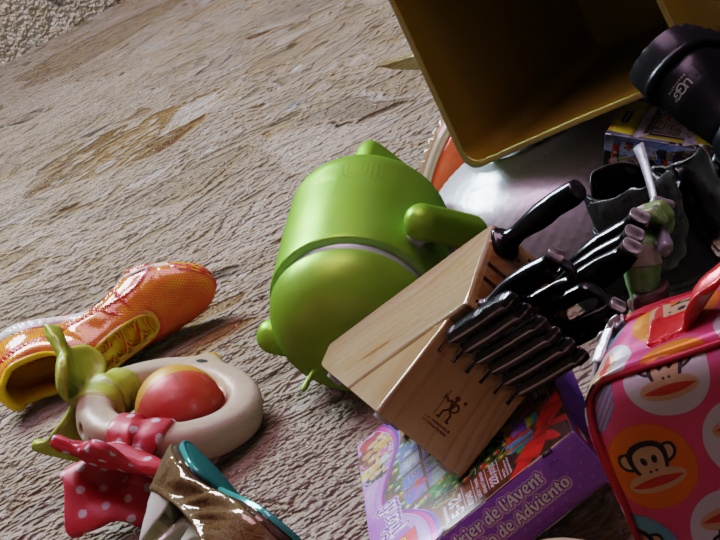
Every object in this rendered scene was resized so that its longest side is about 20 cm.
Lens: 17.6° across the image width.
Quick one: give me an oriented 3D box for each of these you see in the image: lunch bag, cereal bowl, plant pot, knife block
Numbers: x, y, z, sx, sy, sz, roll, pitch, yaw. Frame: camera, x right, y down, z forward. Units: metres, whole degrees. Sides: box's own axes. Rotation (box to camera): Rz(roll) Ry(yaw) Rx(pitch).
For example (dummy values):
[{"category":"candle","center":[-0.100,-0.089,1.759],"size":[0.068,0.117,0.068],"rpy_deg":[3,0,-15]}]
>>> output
[{"category":"lunch bag","center":[0.207,0.064,1.071],"size":[0.200,0.176,0.082],"rpy_deg":[-17,20,23]},{"category":"cereal bowl","center":[0.136,-0.065,1.690],"size":[0.200,0.083,0.200],"rpy_deg":[-23,17,7]},{"category":"plant pot","center":[0.152,-0.216,1.636],"size":[0.200,0.200,0.176],"rpy_deg":[-22,5,39]},{"category":"knife block","center":[0.073,0.020,1.292],"size":[0.176,0.064,0.200],"rpy_deg":[-51,16,-2]}]

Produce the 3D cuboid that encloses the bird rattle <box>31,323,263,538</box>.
[{"category":"bird rattle","center":[-0.146,0.098,1.604],"size":[0.163,0.113,0.200],"rpy_deg":[-14,17,-18]}]

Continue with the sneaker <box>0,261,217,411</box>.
[{"category":"sneaker","center":[-0.202,0.058,1.863],"size":[0.200,0.073,0.077],"rpy_deg":[-28,39,7]}]

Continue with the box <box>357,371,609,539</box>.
[{"category":"box","center":[0.065,0.107,1.315],"size":[0.137,0.039,0.200],"rpy_deg":[-40,16,9]}]

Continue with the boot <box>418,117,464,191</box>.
[{"category":"boot","center":[0.129,-0.101,1.812],"size":[0.107,0.075,0.200],"rpy_deg":[34,78,37]}]

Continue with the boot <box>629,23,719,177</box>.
[{"category":"boot","center":[0.273,-0.074,1.459],"size":[0.200,0.168,0.076],"rpy_deg":[2,-46,-53]}]

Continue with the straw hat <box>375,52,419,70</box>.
[{"category":"straw hat","center":[0.118,-0.169,2.005],"size":[0.201,0.085,0.201],"rpy_deg":[-18,7,2]}]

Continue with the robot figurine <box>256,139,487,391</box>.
[{"category":"robot figurine","center":[0.000,0.000,1.603],"size":[0.175,0.116,0.200],"rpy_deg":[-36,25,31]}]

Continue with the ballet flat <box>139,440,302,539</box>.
[{"category":"ballet flat","center":[-0.096,0.160,1.428],"size":[0.072,0.068,0.200],"rpy_deg":[-48,25,-6]}]

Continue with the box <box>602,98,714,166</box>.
[{"category":"box","center":[0.259,-0.108,1.624],"size":[0.136,0.038,0.200],"rpy_deg":[11,31,17]}]

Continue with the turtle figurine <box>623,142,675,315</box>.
[{"category":"turtle figurine","center":[0.220,0.004,1.277],"size":[0.200,0.144,0.194],"rpy_deg":[-42,22,-32]}]

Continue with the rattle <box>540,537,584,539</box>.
[{"category":"rattle","center":[0.137,0.200,1.028],"size":[0.200,0.143,0.130],"rpy_deg":[13,73,41]}]

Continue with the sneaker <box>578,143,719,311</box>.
[{"category":"sneaker","center":[0.175,-0.027,1.476],"size":[0.060,0.104,0.200],"rpy_deg":[-32,15,-18]}]
